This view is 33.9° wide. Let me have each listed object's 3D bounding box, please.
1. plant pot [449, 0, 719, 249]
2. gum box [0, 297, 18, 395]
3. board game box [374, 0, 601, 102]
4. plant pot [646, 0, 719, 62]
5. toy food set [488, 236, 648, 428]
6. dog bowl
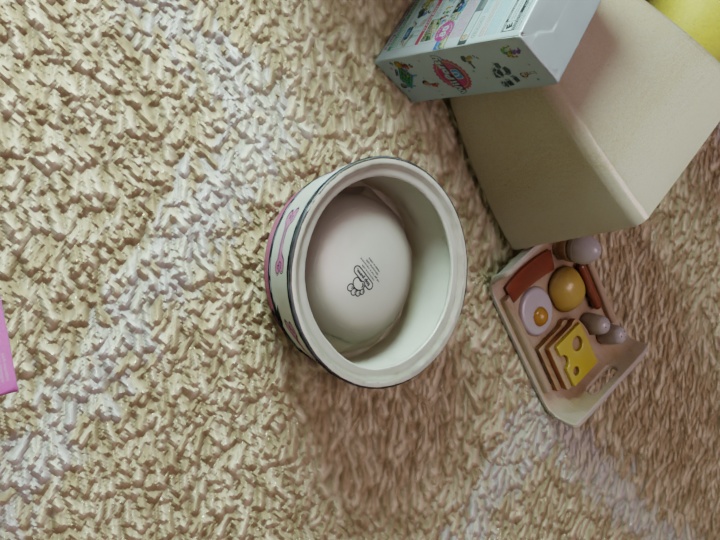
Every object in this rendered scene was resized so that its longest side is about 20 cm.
[{"bbox_3d":[0.205,-0.162,1.137,0.177,0.199,0.200,49,64,-17],"label":"plant pot"},{"bbox_3d":[-0.317,-0.001,0.813,0.113,0.066,0.203,-15,102,-37],"label":"gum box"},{"bbox_3d":[0.121,-0.234,1.053,0.064,0.199,0.149,40,70,-30],"label":"board game box"},{"bbox_3d":[0.372,-0.265,1.270,0.142,0.200,0.201,-38,118,1],"label":"plant pot"},{"bbox_3d":[0.226,0.044,1.238,0.143,0.060,0.201,-40,115,-29],"label":"toy food set"},{"bbox_3d":[0.000,0.000,1.054,0.198,0.073,0.203,-3,95,-38],"label":"dog bowl"}]
